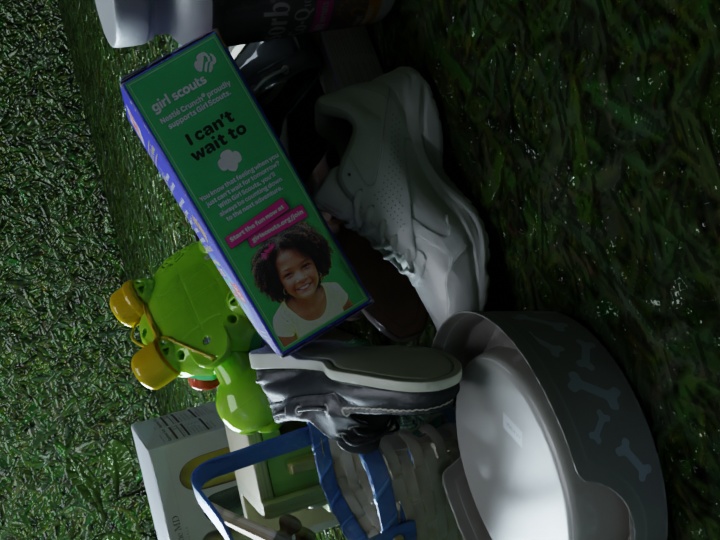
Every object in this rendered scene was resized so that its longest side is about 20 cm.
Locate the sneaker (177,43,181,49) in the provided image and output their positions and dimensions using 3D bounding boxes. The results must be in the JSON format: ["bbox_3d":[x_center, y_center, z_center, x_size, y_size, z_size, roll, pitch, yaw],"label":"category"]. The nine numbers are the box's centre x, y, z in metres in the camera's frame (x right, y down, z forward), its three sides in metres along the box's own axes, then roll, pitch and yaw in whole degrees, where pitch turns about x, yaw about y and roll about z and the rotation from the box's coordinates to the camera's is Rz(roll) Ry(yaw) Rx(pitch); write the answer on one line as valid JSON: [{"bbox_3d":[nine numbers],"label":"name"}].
[{"bbox_3d":[-0.151,-0.155,1.044,0.118,0.073,0.201,100,175,-64],"label":"sneaker"}]

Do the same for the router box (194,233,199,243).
[{"bbox_3d":[-0.151,0.021,1.264,0.200,0.052,0.158,-125,24,-82],"label":"router box"}]

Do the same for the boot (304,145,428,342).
[{"bbox_3d":[0.000,0.000,0.866,0.146,0.070,0.200,101,154,-57],"label":"boot"}]

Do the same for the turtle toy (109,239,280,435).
[{"bbox_3d":[-0.123,0.055,0.929,0.101,0.146,0.200,47,-170,-52],"label":"turtle toy"}]

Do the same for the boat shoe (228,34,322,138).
[{"bbox_3d":[-0.095,-0.120,0.851,0.062,0.073,0.200,54,128,18],"label":"boat shoe"}]

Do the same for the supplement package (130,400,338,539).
[{"bbox_3d":[-0.146,0.237,1.238,0.151,0.199,0.152,-172,69,-71],"label":"supplement package"}]

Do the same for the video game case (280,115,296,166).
[{"bbox_3d":[-0.065,-0.048,0.967,0.200,0.024,0.182,-98,1,-52],"label":"video game case"}]

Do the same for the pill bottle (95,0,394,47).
[{"bbox_3d":[-0.082,-0.216,0.733,0.116,0.199,0.117,167,90,-73],"label":"pill bottle"}]

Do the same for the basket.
[{"bbox_3d":[-0.013,0.157,0.785,0.176,0.200,0.140,36,145,58],"label":"basket"}]

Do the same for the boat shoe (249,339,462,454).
[{"bbox_3d":[-0.005,0.085,0.687,0.199,0.074,0.066,-1,98,48],"label":"boat shoe"}]

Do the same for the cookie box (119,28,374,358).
[{"bbox_3d":[-0.084,-0.050,0.739,0.200,0.075,0.171,59,172,-7],"label":"cookie box"}]

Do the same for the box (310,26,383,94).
[{"bbox_3d":[-0.011,-0.159,0.818,0.039,0.041,0.201,119,134,-65],"label":"box"}]

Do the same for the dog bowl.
[{"bbox_3d":[0.108,0.115,0.633,0.200,0.058,0.201,166,90,-71],"label":"dog bowl"}]

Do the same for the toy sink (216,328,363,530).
[{"bbox_3d":[-0.056,0.170,1.041,0.112,0.130,0.201,-169,68,-70],"label":"toy sink"}]

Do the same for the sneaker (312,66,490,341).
[{"bbox_3d":[0.019,-0.039,0.717,0.078,0.099,0.201,116,137,-63],"label":"sneaker"}]

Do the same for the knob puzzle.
[{"bbox_3d":[-0.050,0.241,0.932,0.031,0.219,0.220,-64,11,-16],"label":"knob puzzle"}]

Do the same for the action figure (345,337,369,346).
[{"bbox_3d":[0.021,0.156,0.922,0.118,0.055,0.201,171,82,-74],"label":"action figure"}]
